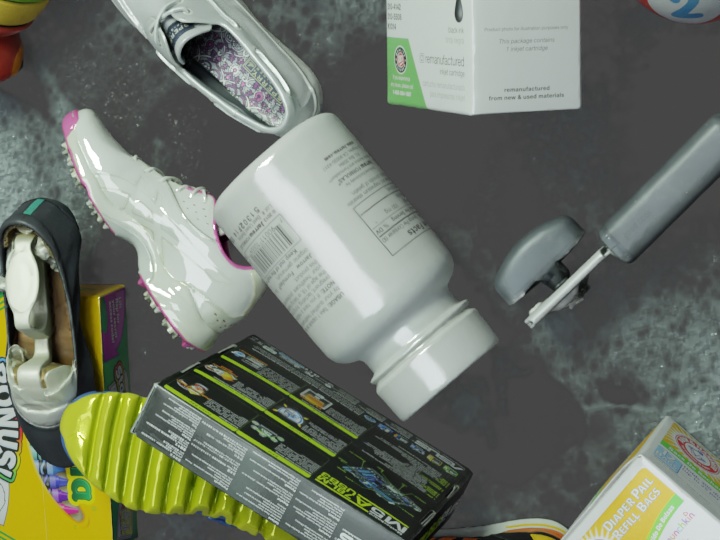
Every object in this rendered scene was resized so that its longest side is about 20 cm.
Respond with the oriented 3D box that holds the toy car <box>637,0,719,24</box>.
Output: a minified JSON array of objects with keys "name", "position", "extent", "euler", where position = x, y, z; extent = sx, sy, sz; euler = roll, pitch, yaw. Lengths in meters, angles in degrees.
[{"name":"toy car","position":[0.200,-0.239,1.132],"extent":[0.183,0.200,0.178],"euler":[5,101,17]}]

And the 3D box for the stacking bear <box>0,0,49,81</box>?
[{"name":"stacking bear","position":[-0.264,-0.217,1.334],"extent":[0.113,0.122,0.201],"euler":[20,120,-17]}]

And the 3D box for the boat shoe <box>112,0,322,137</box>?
[{"name":"boat shoe","position":[-0.115,-0.166,1.314],"extent":[0.200,0.068,0.072],"euler":[47,109,5]}]

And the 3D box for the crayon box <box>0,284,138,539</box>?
[{"name":"crayon box","position":[-0.262,0.113,1.412],"extent":[0.171,0.058,0.202],"euler":[1,99,17]}]

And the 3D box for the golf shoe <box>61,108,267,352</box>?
[{"name":"golf shoe","position":[-0.142,-0.042,1.351],"extent":[0.091,0.075,0.201],"euler":[-33,90,4]}]

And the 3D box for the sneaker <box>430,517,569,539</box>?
[{"name":"sneaker","position":[0.057,0.226,1.314],"extent":[0.199,0.090,0.071],"euler":[-15,95,19]}]

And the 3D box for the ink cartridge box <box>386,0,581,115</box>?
[{"name":"ink cartridge box","position":[0.077,-0.207,1.199],"extent":[0.084,0.146,0.202],"euler":[-5,99,-21]}]

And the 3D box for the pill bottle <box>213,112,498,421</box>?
[{"name":"pill bottle","position":[0.000,0.000,1.281],"extent":[0.114,0.114,0.200],"euler":[-41,85,19]}]

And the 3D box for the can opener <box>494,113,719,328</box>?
[{"name":"can opener","position":[0.172,-0.040,1.253],"extent":[0.067,0.053,0.200],"euler":[45,108,5]}]

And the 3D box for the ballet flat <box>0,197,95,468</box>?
[{"name":"ballet flat","position":[-0.232,0.049,1.329],"extent":[0.072,0.073,0.202],"euler":[0,98,17]}]

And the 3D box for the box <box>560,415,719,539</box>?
[{"name":"box","position":[0.241,0.209,1.241],"extent":[0.200,0.112,0.102],"euler":[41,110,8]}]

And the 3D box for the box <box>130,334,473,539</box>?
[{"name":"box","position":[-0.034,0.126,1.271],"extent":[0.199,0.193,0.048],"euler":[31,107,10]}]

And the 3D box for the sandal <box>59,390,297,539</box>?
[{"name":"sandal","position":[-0.125,0.143,1.336],"extent":[0.199,0.087,0.080],"euler":[24,85,-12]}]
